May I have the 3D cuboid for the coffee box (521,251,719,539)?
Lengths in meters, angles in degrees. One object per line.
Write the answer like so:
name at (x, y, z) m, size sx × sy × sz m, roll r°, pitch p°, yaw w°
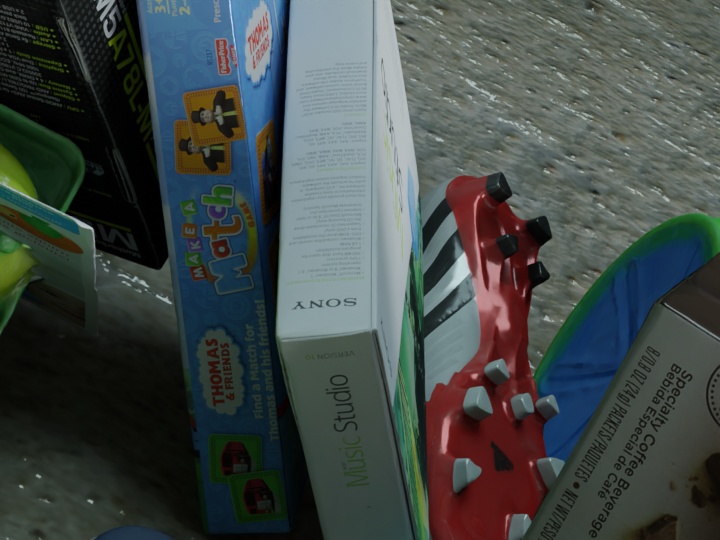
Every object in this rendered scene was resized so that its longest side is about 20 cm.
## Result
coffee box at (0.097, 0.109, 0.719) m, size 0.113 × 0.201 × 0.080 m, roll 34°, pitch 22°, yaw 13°

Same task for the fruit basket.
fruit basket at (-0.166, -0.032, 0.783) m, size 0.184 × 0.094 × 0.200 m, roll 28°, pitch -5°, yaw -1°

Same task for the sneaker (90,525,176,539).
sneaker at (-0.044, 0.117, 0.690) m, size 0.075 × 0.085 × 0.200 m, roll 20°, pitch 23°, yaw -19°

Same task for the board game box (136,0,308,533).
board game box at (-0.039, -0.030, 0.885) m, size 0.036 × 0.201 × 0.151 m, roll -2°, pitch 20°, yaw 8°

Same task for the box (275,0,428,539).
box at (0.000, 0.000, 0.863) m, size 0.036 × 0.145 × 0.201 m, roll -4°, pitch 45°, yaw 7°

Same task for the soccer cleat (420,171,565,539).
soccer cleat at (0.030, 0.046, 0.973) m, size 0.069 × 0.085 × 0.201 m, roll 42°, pitch 36°, yaw -34°

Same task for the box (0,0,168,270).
box at (-0.162, -0.095, 0.855) m, size 0.199 × 0.048 × 0.193 m, roll 19°, pitch -26°, yaw 21°

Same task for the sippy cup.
sippy cup at (0.149, 0.067, 0.988) m, size 0.130 × 0.179 × 0.140 m, roll 33°, pitch -17°, yaw -16°
